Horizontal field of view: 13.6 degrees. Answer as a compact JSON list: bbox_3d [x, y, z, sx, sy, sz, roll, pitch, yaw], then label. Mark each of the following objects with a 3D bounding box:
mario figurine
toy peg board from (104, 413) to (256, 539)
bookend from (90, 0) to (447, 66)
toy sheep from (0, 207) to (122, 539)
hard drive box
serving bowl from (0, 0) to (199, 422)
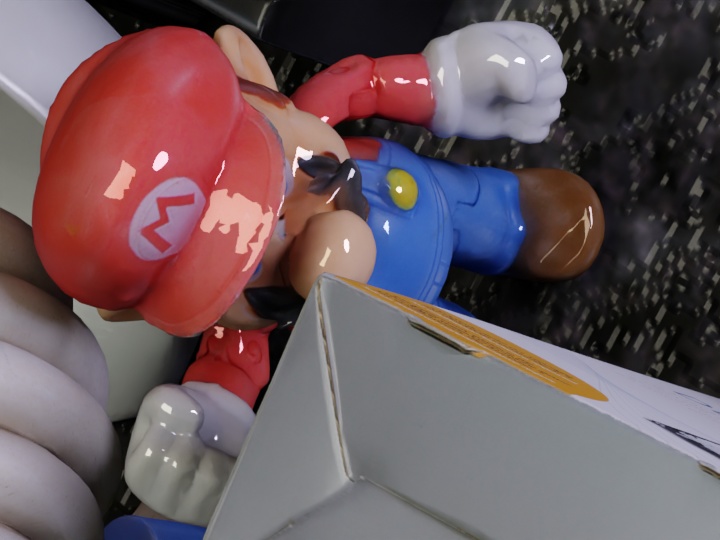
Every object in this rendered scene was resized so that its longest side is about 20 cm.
[{"bbox_3d":[0.000,0.000,0.769,0.106,0.200,0.124,-20,70,30],"label":"mario figurine"},{"bbox_3d":[-0.059,0.170,0.836,0.200,0.098,0.199,-52,57,14],"label":"toy peg board"},{"bbox_3d":[0.023,-0.132,0.848,0.198,0.092,0.201,32,99,35],"label":"bookend"},{"bbox_3d":[-0.124,0.045,0.767,0.137,0.138,0.201,-23,58,29],"label":"toy sheep"},{"bbox_3d":[0.085,0.079,0.693,0.155,0.200,0.077,26,94,35],"label":"hard drive box"},{"bbox_3d":[-0.122,-0.044,0.889,0.199,0.201,0.066,12,54,36],"label":"serving bowl"}]
